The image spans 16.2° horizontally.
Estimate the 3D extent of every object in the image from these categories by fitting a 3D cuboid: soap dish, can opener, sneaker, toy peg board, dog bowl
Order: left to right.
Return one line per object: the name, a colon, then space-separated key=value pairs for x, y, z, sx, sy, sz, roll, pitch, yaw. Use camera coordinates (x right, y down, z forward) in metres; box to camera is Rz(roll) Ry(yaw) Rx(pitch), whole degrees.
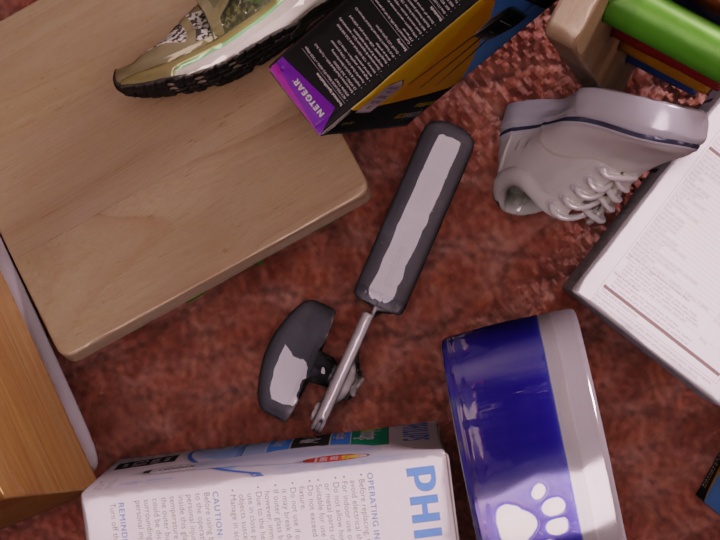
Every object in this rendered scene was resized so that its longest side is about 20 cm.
soap dish: x=-0.253 y=0.062 z=1.455 sx=0.157 sy=0.081 sz=0.201 roll=-24 pitch=91 yaw=39
toy peg board: x=-0.119 y=-0.071 z=1.491 sx=0.199 sy=0.098 sz=0.200 roll=-28 pitch=74 yaw=0
sneaker: x=-0.061 y=-0.168 z=1.411 sx=0.200 sy=0.077 sz=0.089 roll=-34 pitch=86 yaw=-6
can opener: x=0.000 y=0.000 z=1.497 sx=0.067 sy=0.053 sz=0.201 roll=23 pitch=90 yaw=0
dog bowl: x=0.103 y=0.126 z=1.423 sx=0.078 sy=0.200 sz=0.201 roll=-12 pitch=90 yaw=3
sneaker: x=0.135 y=-0.060 z=1.427 sx=0.073 sy=0.200 sz=0.071 roll=11 pitch=86 yaw=-18
toy peg board: x=0.204 y=-0.180 z=1.404 sx=0.098 sy=0.199 sz=0.201 roll=30 pitch=91 yaw=13

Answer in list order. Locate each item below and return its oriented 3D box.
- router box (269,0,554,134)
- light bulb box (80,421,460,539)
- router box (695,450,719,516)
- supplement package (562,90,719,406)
router box: x=0.044 y=-0.141 z=1.402 sx=0.149 sy=0.200 sz=0.051 roll=-39 pitch=85 yaw=14
light bulb box: x=-0.042 y=0.164 z=1.427 sx=0.199 sy=0.198 sz=0.126 roll=-7 pitch=91 yaw=0
router box: x=0.267 y=0.060 z=1.445 sx=0.051 sy=0.149 sz=0.201 roll=29 pitch=90 yaw=0
supplement package: x=0.222 y=-0.035 z=1.465 sx=0.114 sy=0.110 sz=0.200 roll=38 pitch=91 yaw=1
